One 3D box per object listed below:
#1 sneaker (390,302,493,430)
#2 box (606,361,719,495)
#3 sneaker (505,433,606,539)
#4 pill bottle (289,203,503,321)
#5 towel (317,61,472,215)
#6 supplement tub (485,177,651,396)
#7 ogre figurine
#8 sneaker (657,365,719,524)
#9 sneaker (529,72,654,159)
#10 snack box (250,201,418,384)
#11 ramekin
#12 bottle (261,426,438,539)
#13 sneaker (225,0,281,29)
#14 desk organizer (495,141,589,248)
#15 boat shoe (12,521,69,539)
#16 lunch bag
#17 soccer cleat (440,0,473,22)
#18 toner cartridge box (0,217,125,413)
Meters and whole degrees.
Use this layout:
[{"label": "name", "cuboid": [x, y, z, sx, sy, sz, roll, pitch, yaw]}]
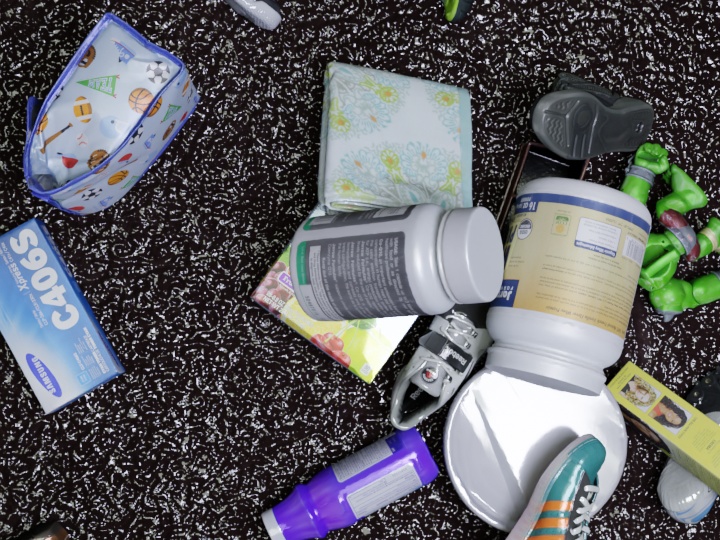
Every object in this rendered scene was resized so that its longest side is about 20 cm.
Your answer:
[{"label": "sneaker", "cuboid": [0.094, 0.096, 1.232, 0.074, 0.089, 0.201, 29, 112, 3]}, {"label": "box", "cuboid": [0.361, 0.184, 1.235, 0.050, 0.075, 0.200, -47, 51, -7]}, {"label": "sneaker", "cuboid": [0.210, 0.269, 1.170, 0.080, 0.071, 0.201, 32, 94, 34]}, {"label": "pill bottle", "cuboid": [0.037, -0.009, 1.154, 0.199, 0.113, 0.114, -5, 87, 29]}, {"label": "towel", "cuboid": [0.040, -0.136, 1.255, 0.170, 0.048, 0.201, 11, 60, -16]}, {"label": "supplement tub", "cuboid": [0.211, 0.019, 1.168, 0.144, 0.144, 0.201, 16, 81, -2]}, {"label": "ogre figurine", "cuboid": [0.348, -0.034, 1.282, 0.120, 0.098, 0.200, -38, 116, -7]}, {"label": "sneaker", "cuboid": [0.401, 0.196, 1.298, 0.072, 0.072, 0.201, 19, 72, 38]}, {"label": "sneaker", "cuboid": [0.230, -0.174, 1.259, 0.114, 0.199, 0.077, 26, 115, 39]}, {"label": "snack box", "cuboid": [0.000, 0.000, 1.282, 0.168, 0.068, 0.200, 35, 84, 1]}, {"label": "ramekin", "cuboid": [0.188, 0.191, 1.268, 0.201, 0.094, 0.204, 0, 87, -3]}, {"label": "bottle", "cuboid": [-0.012, 0.245, 1.261, 0.199, 0.084, 0.066, -28, 96, -4]}, {"label": "sneaker", "cuboid": [-0.138, -0.377, 1.290, 0.114, 0.075, 0.200, -43, 87, -1]}, {"label": "desk organizer", "cuboid": [0.192, -0.046, 1.288, 0.071, 0.077, 0.201, 19, 86, -2]}, {"label": "boat shoe", "cuboid": [-0.399, 0.358, 1.249, 0.200, 0.076, 0.074, -38, 94, 4]}, {"label": "lunch bag", "cuboid": [-0.280, -0.155, 1.226, 0.124, 0.170, 0.200, 33, 87, 3]}, {"label": "soccer cleat", "cuboid": [0.152, -0.379, 1.312, 0.081, 0.067, 0.201, 19, 86, -14]}, {"label": "toner cartridge box", "cuboid": [-0.357, 0.051, 1.276, 0.095, 0.043, 0.201, -30, 89, -2]}]
